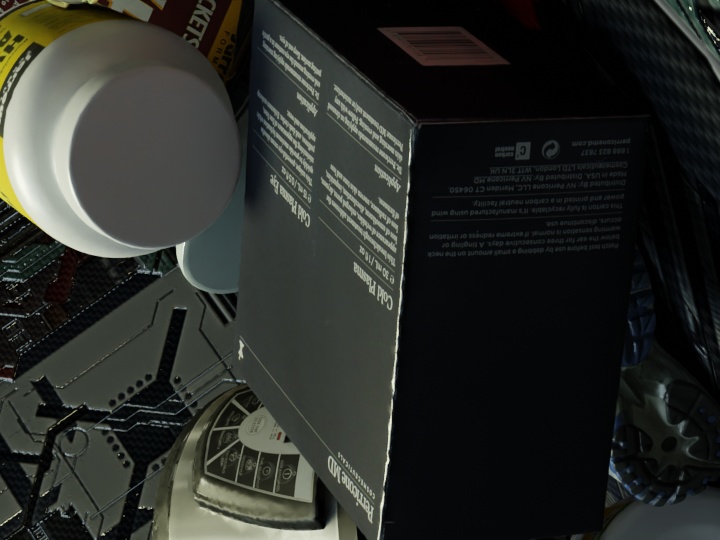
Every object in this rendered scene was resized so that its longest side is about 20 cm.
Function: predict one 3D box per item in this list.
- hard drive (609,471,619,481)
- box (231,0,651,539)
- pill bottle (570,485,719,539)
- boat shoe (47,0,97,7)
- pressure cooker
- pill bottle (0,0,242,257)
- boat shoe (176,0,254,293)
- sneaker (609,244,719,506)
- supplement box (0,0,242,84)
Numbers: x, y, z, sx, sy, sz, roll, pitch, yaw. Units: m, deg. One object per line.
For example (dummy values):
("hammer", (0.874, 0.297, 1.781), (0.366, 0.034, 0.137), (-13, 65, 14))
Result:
("hard drive", (0.110, 0.037, 1.489), (0.201, 0.027, 0.132), (56, 175, -12))
("box", (0.027, -0.009, 1.096), (0.200, 0.103, 0.184), (-133, 44, -60))
("pill bottle", (0.162, 0.173, 1.379), (0.111, 0.111, 0.200), (55, 173, 4))
("boat shoe", (-0.121, -0.156, 1.190), (0.201, 0.060, 0.072), (173, 76, -78))
("pressure cooker", (0.016, 0.131, 1.332), (0.178, 0.199, 0.177), (-14, -86, -53))
("pill bottle", (-0.123, -0.067, 1.234), (0.112, 0.111, 0.200), (57, 169, -20))
("boat shoe", (-0.039, -0.090, 1.293), (0.070, 0.201, 0.091), (18, -158, -31))
("sneaker", (0.102, 0.025, 1.232), (0.201, 0.077, 0.085), (59, 178, -34))
("supplement box", (-0.124, -0.120, 1.458), (0.199, 0.134, 0.197), (22, 176, 16))
